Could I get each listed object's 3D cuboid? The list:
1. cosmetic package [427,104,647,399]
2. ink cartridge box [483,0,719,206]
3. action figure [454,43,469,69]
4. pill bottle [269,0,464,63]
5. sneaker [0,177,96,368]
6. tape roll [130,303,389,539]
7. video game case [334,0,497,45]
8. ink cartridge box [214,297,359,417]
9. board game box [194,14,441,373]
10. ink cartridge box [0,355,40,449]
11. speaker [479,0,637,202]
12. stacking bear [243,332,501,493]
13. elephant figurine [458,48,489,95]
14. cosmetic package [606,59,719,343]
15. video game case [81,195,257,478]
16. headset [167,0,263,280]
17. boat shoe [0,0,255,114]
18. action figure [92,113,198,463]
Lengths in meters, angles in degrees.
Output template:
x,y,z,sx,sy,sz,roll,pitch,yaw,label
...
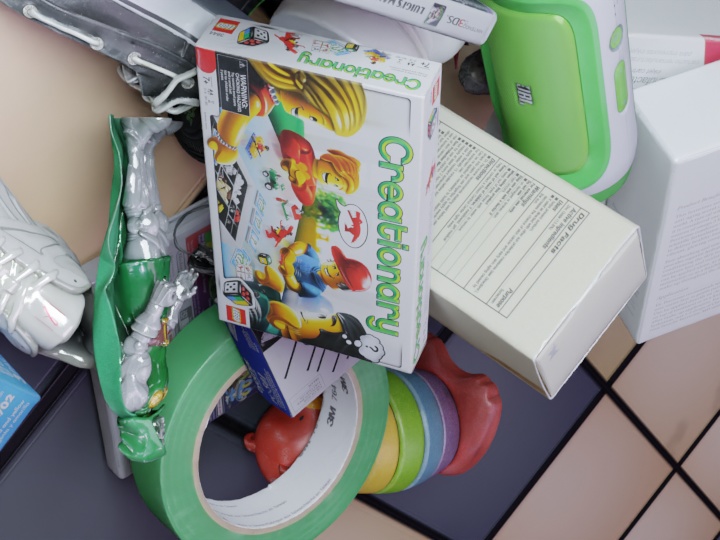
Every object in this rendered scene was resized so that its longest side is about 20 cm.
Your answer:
x,y,z,sx,sy,sz,roll,pitch,yaw,label
0.065,-0.024,0.859,0.105,0.199,0.071,-48,152,-9,cosmetic package
0.180,-0.110,0.999,0.144,0.084,0.201,-3,138,-30,ink cartridge box
0.050,-0.182,0.984,0.200,0.052,0.066,-49,144,-10,action figure
0.036,-0.199,0.853,0.201,0.112,0.113,-56,150,-16,pill bottle
-0.198,-0.003,0.788,0.078,0.099,0.200,-51,148,-1,sneaker
-0.070,0.114,1.023,0.199,0.048,0.202,-16,117,-34,tape roll
-0.049,-0.181,0.710,0.181,0.200,0.023,3,120,-53,video game case
0.000,0.000,0.967,0.200,0.044,0.094,-40,133,-20,ink cartridge box
-0.022,-0.037,0.776,0.035,0.125,0.201,-62,160,-43,board game box
-0.269,0.030,0.715,0.068,0.115,0.200,-51,148,-2,ink cartridge box
0.116,-0.129,0.829,0.088,0.088,0.201,-40,142,-18,speaker
0.001,0.134,1.177,0.199,0.121,0.115,-7,120,-37,stacking bear
0.167,-0.182,1.071,0.155,0.142,0.200,41,92,-24,elephant figurine
0.231,-0.046,0.978,0.101,0.072,0.201,-18,144,-12,cosmetic package
-0.114,0.035,1.006,0.182,0.023,0.201,-32,141,-29,video game case
-0.060,-0.089,0.886,0.123,0.094,0.202,13,101,-55,headset
-0.108,-0.124,0.780,0.198,0.074,0.068,25,110,-39,boat shoe
-0.127,0.012,0.821,0.118,0.054,0.202,-53,144,-85,action figure
